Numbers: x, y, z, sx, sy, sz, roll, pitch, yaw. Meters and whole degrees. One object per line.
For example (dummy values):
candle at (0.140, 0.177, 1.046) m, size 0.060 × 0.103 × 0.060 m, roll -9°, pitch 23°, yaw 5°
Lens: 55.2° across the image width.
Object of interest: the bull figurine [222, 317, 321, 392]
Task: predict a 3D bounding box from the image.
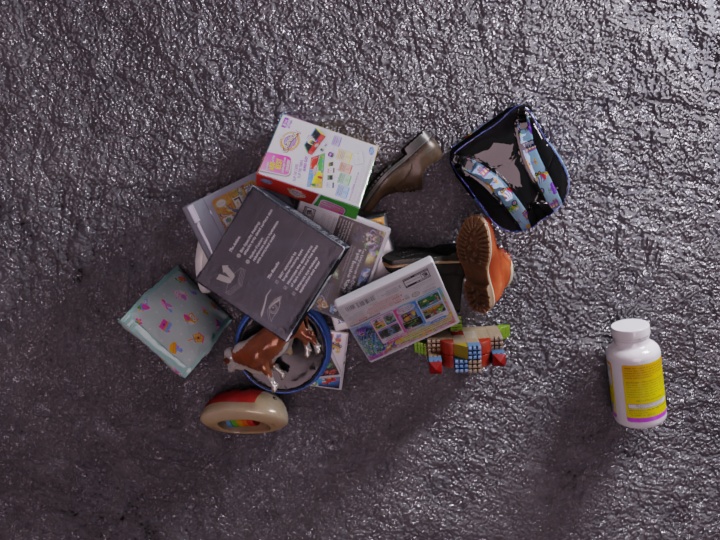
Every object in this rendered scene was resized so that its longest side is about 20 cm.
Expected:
bull figurine at (-0.173, 0.156, 1.339) m, size 0.200 × 0.065 × 0.122 m, roll -40°, pitch 99°, yaw 10°

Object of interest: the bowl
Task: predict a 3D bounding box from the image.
bowl at (-0.156, 0.153, 1.391) m, size 0.198 × 0.039 × 0.203 m, roll 0°, pitch 102°, yaw 2°

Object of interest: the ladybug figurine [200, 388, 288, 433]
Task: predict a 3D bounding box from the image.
ladybug figurine at (-0.241, 0.290, 1.426) m, size 0.198 × 0.136 × 0.073 m, roll -6°, pitch 59°, yaw 18°

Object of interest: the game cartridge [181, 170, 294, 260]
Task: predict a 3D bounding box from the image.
game cartridge at (-0.226, -0.106, 1.330) m, size 0.199 × 0.041 × 0.134 m, roll -30°, pitch 98°, yaw -18°

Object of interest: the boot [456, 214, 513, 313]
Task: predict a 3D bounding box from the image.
boot at (0.245, -0.029, 1.323) m, size 0.075 × 0.107 × 0.202 m, roll 21°, pitch 133°, yaw 41°

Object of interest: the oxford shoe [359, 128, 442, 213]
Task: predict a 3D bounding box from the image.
oxford shoe at (0.077, -0.172, 1.323) m, size 0.200 × 0.073 × 0.084 m, roll -42°, pitch 100°, yaw 11°

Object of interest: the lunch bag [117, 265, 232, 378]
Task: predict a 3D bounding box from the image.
lunch bag at (-0.364, 0.110, 1.339) m, size 0.170 × 0.200 × 0.122 m, roll 44°, pitch 110°, yaw -9°

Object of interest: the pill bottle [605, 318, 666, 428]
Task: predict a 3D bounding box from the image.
pill bottle at (0.548, 0.203, 1.373) m, size 0.103 × 0.104 × 0.202 m, roll -10°, pitch 103°, yaw 5°

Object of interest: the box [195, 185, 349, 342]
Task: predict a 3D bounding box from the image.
box at (-0.153, -0.015, 1.238) m, size 0.199 × 0.117 × 0.198 m, roll 34°, pitch 96°, yaw 1°

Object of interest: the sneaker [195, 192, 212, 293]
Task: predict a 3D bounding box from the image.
sneaker at (-0.277, -0.048, 1.366) m, size 0.084 × 0.073 × 0.203 m, roll 9°, pitch 102°, yaw 3°

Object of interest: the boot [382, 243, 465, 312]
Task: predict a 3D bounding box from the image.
boot at (0.130, 0.028, 1.333) m, size 0.198 × 0.077 × 0.140 m, roll -4°, pitch 110°, yaw -27°

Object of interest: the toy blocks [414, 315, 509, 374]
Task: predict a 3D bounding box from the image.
toy blocks at (0.207, 0.157, 1.361) m, size 0.197 × 0.137 × 0.101 m, roll -3°, pitch 103°, yaw 3°

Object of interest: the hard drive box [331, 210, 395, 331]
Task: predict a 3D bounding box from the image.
hard drive box at (0.000, 0.000, 1.364) m, size 0.154 × 0.077 × 0.202 m, roll -14°, pitch 102°, yaw 7°

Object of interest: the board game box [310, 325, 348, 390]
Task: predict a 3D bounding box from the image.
board game box at (-0.128, 0.172, 1.431) m, size 0.197 × 0.035 × 0.128 m, roll 8°, pitch 103°, yaw 1°

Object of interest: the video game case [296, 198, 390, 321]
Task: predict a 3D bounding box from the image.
video game case at (-0.059, -0.018, 1.313) m, size 0.180 × 0.023 × 0.202 m, roll 20°, pitch 103°, yaw -1°

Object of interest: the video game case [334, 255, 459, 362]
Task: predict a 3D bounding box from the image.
video game case at (0.073, 0.078, 1.314) m, size 0.198 × 0.024 × 0.183 m, roll -25°, pitch 131°, yaw 5°

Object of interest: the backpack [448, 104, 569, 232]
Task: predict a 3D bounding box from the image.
backpack at (0.281, -0.182, 1.278) m, size 0.182 × 0.135 × 0.201 m, roll -36°, pitch 99°, yaw 10°

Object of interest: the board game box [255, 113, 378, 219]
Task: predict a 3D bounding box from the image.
board game box at (-0.079, -0.198, 1.293) m, size 0.198 × 0.040 × 0.154 m, roll 19°, pitch 60°, yaw -2°
